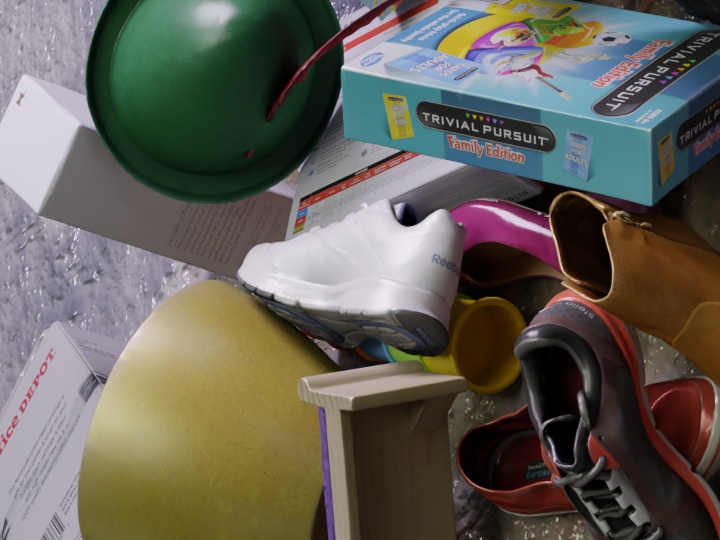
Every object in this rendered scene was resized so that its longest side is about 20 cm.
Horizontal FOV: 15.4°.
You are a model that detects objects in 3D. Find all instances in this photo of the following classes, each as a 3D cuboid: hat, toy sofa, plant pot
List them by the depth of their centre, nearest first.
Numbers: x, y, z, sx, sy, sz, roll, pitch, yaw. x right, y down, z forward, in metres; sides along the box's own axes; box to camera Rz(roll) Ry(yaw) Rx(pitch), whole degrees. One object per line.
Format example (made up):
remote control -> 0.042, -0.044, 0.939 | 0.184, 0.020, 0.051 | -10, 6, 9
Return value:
toy sofa -> 0.012, 0.157, 1.562 | 0.097, 0.082, 0.201 | 8, 104, 60
hat -> -0.076, -0.127, 1.635 | 0.201, 0.165, 0.176 | -61, 12, 4
plant pot -> -0.062, 0.122, 1.670 | 0.141, 0.200, 0.201 | 19, 90, 26

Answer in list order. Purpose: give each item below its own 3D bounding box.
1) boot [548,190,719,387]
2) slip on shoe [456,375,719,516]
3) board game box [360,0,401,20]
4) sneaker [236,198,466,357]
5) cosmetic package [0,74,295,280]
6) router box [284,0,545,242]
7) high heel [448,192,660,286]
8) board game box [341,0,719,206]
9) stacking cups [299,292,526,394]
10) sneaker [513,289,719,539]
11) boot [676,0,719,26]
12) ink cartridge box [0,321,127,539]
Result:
boot -> 0.183, 0.035, 1.402 | 0.071, 0.144, 0.201 | -58, 39, 18
slip on shoe -> 0.132, 0.100, 1.510 | 0.200, 0.061, 0.074 | -16, 61, 47
board game box -> 0.049, -0.276, 1.697 | 0.200, 0.105, 0.103 | -43, 16, 23
sneaker -> 0.000, 0.000, 1.638 | 0.200, 0.074, 0.087 | 8, 70, 51
cosmetic package -> -0.144, -0.059, 1.818 | 0.101, 0.199, 0.072 | 39, 106, 53
router box -> 0.045, -0.107, 1.694 | 0.200, 0.049, 0.180 | -22, 47, 46
high heel -> 0.100, 0.004, 1.587 | 0.200, 0.067, 0.097 | -22, 55, 46
board game box -> 0.113, -0.104, 1.497 | 0.199, 0.151, 0.047 | 14, 121, 32
stacking cups -> 0.021, 0.036, 1.680 | 0.200, 0.060, 0.061 | 9, 82, 53
sneaker -> 0.131, 0.112, 1.432 | 0.077, 0.082, 0.201 | -27, 87, 35
boot -> 0.178, -0.216, 1.479 | 0.070, 0.199, 0.132 | 18, 92, 61
ink cartridge box -> -0.183, 0.151, 1.874 | 0.146, 0.084, 0.200 | -60, 38, 15
